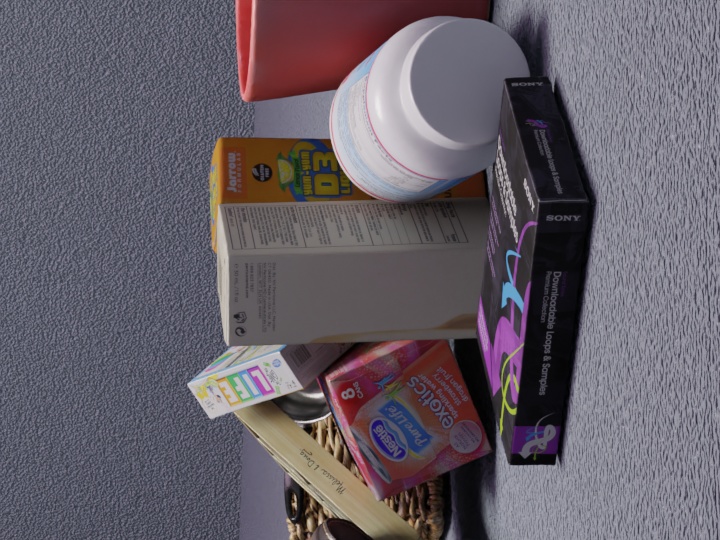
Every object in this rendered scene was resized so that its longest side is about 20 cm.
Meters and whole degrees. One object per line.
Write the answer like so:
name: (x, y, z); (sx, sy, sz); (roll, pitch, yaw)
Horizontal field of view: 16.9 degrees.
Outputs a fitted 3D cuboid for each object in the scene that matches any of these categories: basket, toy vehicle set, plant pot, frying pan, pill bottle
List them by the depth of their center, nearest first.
pill bottle: (0.049, -0.111, 1.648); (0.200, 0.108, 0.110); (155, 115, -76)
plant pot: (-0.001, -0.223, 1.791); (0.200, 0.176, 0.202); (179, 90, -83)
toy vehicle set: (-0.008, 0.178, 1.871); (0.200, 0.027, 0.124); (39, 171, 34)
frying pan: (-0.038, 0.103, 1.980); (0.031, 0.114, 0.191); (-23, -86, -55)
basket: (0.028, 0.144, 2.066); (0.143, 0.148, 0.201); (33, -131, -58)

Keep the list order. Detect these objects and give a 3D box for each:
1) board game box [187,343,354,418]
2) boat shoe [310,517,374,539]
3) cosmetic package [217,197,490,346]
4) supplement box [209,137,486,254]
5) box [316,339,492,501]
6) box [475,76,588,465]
board game box: (-0.025, 0.033, 1.855); (0.134, 0.200, 0.034); (-21, 106, 54)
boat shoe: (0.045, 0.229, 1.713); (0.200, 0.074, 0.074); (39, 110, 34)
cosmetic package: (0.000, 0.000, 1.711); (0.105, 0.198, 0.072); (-104, 14, -67)
supplement box: (-0.010, -0.054, 1.788); (0.069, 0.198, 0.067); (101, 166, -60)
box: (0.024, 0.092, 1.836); (0.200, 0.094, 0.103); (-134, 22, -80)
box: (0.105, 0.000, 1.521); (0.143, 0.036, 0.201); (-101, 13, -55)
